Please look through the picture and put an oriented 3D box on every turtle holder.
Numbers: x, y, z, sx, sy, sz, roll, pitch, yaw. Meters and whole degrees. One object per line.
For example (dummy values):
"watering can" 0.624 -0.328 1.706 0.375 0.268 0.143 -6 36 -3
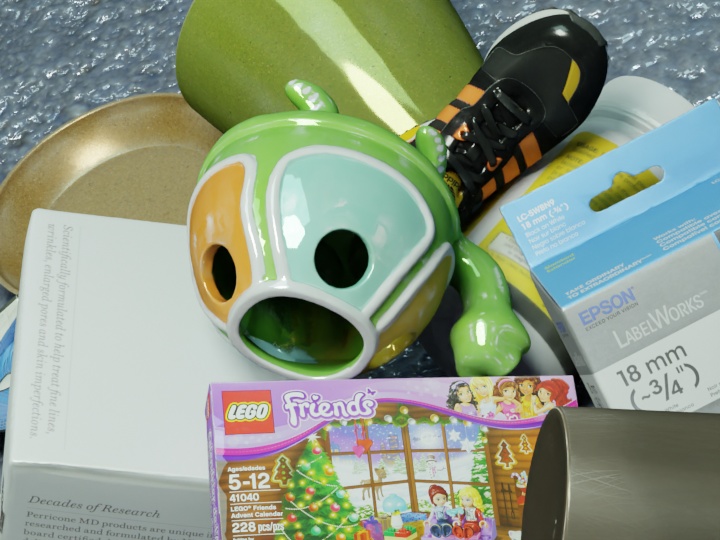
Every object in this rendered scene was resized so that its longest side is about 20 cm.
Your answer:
"turtle holder" -0.011 0.002 1.188 0.141 0.186 0.132 -26 34 29

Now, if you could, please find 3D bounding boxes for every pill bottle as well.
"pill bottle" 0.128 -0.017 1.310 0.114 0.114 0.200 23 62 39

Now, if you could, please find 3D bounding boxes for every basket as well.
"basket" 0.186 0.132 1.061 0.200 0.136 0.180 7 16 -5

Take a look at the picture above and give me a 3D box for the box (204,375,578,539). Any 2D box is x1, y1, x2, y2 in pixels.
"box" 0.022 0.124 1.132 0.200 0.039 0.137 -1 59 -10

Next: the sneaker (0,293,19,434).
"sneaker" -0.206 0.065 1.416 0.200 0.079 0.089 -38 80 9

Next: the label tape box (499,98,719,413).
"label tape box" 0.184 0.020 1.200 0.144 0.063 0.200 -27 87 -1

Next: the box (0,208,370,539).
"box" -0.104 0.085 1.255 0.200 0.131 0.199 7 45 -10

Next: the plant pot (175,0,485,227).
"plant pot" 0.009 -0.111 1.429 0.187 0.187 0.200 -36 60 -10

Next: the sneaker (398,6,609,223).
"sneaker" 0.068 -0.068 1.258 0.200 0.070 0.090 -40 15 40

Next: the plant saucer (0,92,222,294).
"plant saucer" -0.168 -0.042 1.529 0.200 0.035 0.200 -13 45 13
